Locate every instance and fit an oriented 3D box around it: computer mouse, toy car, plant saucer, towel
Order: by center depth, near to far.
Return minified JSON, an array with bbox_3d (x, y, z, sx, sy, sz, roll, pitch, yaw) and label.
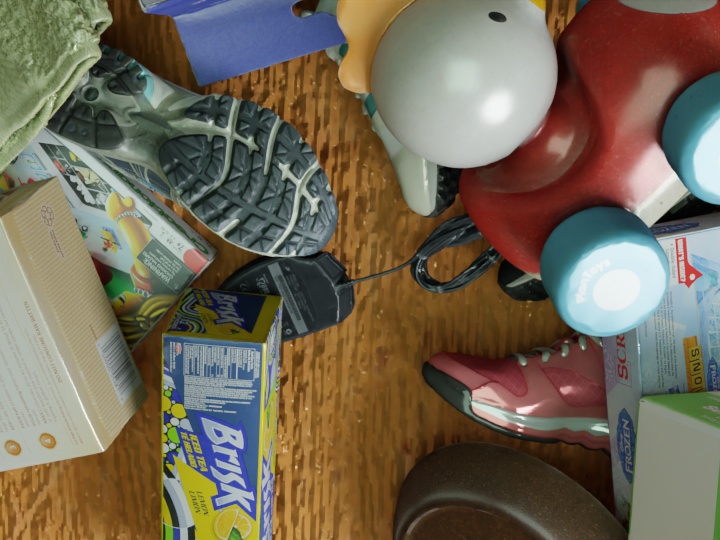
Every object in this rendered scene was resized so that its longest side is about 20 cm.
[{"bbox_3d":[0.084,-0.102,0.672,0.200,0.184,0.177,30,113,-26],"label":"toy car"},{"bbox_3d":[-0.226,-0.161,0.759,0.148,0.036,0.200,-42,70,32],"label":"towel"},{"bbox_3d":[0.093,0.201,0.806,0.200,0.034,0.201,23,129,32],"label":"plant saucer"},{"bbox_3d":[0.000,0.000,0.823,0.200,0.034,0.059,-16,110,12],"label":"computer mouse"}]

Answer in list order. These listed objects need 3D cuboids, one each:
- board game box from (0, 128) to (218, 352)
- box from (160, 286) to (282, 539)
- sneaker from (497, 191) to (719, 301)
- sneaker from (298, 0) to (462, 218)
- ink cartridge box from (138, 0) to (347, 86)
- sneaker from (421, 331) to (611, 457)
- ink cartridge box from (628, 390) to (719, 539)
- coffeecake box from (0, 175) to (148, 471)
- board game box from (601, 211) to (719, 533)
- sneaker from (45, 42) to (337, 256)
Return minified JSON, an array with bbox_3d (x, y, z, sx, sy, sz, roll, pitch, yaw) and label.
[{"bbox_3d":[-0.207,-0.030,0.839,0.200,0.035,0.126,41,103,-5],"label":"board game box"},{"bbox_3d":[-0.088,0.116,0.825,0.064,0.070,0.200,6,114,3],"label":"box"},{"bbox_3d":[0.162,-0.058,0.800,0.200,0.076,0.088,-33,67,18],"label":"sneaker"},{"bbox_3d":[0.015,-0.131,0.795,0.093,0.070,0.200,1,108,27],"label":"sneaker"},{"bbox_3d":[-0.044,-0.212,0.703,0.197,0.047,0.200,-14,108,20],"label":"ink cartridge box"},{"bbox_3d":[0.138,0.066,0.824,0.200,0.074,0.087,13,93,-6],"label":"sneaker"},{"bbox_3d":[0.253,0.142,0.728,0.200,0.084,0.146,-2,99,-24],"label":"ink cartridge box"},{"bbox_3d":[-0.255,0.045,0.809,0.200,0.073,0.154,-13,109,20],"label":"coffeecake box"},{"bbox_3d":[0.239,0.062,0.780,0.199,0.041,0.201,-10,102,-21],"label":"board game box"},{"bbox_3d":[-0.098,-0.073,0.796,0.200,0.086,0.078,32,86,6],"label":"sneaker"}]
